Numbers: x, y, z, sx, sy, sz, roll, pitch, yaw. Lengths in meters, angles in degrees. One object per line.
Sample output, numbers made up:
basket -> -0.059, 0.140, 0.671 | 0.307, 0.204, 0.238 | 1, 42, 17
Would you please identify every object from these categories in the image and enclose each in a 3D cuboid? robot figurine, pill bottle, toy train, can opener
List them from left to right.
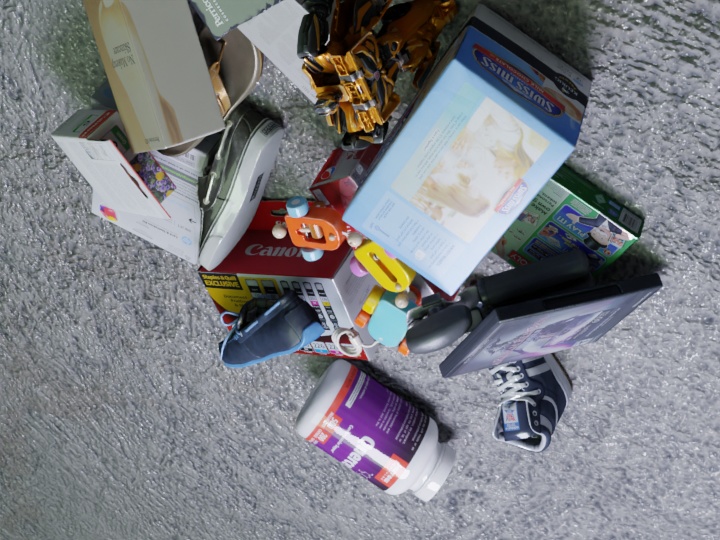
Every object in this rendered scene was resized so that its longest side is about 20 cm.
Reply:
toy train -> 0.000, 0.000, 1.230 | 0.148, 0.056, 0.202 | 3, 130, 32
pill bottle -> 0.022, 0.211, 1.509 | 0.199, 0.113, 0.113 | 34, 142, -4
robot figurine -> 0.015, -0.199, 0.997 | 0.057, 0.201, 0.146 | -2, 133, 34
can opener -> 0.140, 0.040, 1.173 | 0.197, 0.067, 0.054 | -18, 126, 10

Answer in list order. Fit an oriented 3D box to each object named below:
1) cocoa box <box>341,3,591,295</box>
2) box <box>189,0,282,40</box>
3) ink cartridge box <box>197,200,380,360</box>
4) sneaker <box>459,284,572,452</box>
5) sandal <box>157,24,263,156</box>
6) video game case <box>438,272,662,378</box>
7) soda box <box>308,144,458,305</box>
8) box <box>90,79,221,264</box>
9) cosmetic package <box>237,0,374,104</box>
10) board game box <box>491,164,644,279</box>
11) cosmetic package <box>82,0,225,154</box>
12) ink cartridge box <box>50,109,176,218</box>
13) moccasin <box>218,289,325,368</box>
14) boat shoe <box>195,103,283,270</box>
cocoa box -> 0.096, -0.107, 1.061 | 0.132, 0.132, 0.201 | 34, 126, -5
box -> -0.091, -0.330, 0.962 | 0.180, 0.105, 0.201 | -21, 116, 28
ink cartridge box -> -0.083, 0.010, 1.382 | 0.197, 0.084, 0.177 | 2, 133, 32
sneaker -> 0.166, 0.116, 1.314 | 0.069, 0.109, 0.201 | -16, 122, 42
sandal -> -0.168, -0.185, 1.227 | 0.080, 0.054, 0.200 | 39, 124, -9
video game case -> 0.191, 0.057, 1.186 | 0.019, 0.197, 0.143 | 68, 152, 20
soda box -> 0.033, -0.042, 1.261 | 0.063, 0.070, 0.201 | -12, 125, 40
box -> -0.247, -0.112, 1.392 | 0.154, 0.041, 0.201 | 26, 140, 8
cosmetic package -> -0.074, -0.251, 1.120 | 0.200, 0.051, 0.082 | 44, 138, -15
board game box -> 0.168, -0.061, 1.185 | 0.199, 0.029, 0.135 | 34, 142, -4
cosmetic package -> -0.209, -0.222, 1.143 | 0.105, 0.070, 0.203 | 1, 110, 60
ink cartridge box -> -0.258, -0.117, 1.266 | 0.110, 0.050, 0.199 | 54, 159, -25
moccasin -> -0.105, 0.059, 1.319 | 0.199, 0.080, 0.069 | -22, 100, 51
boat shoe -> -0.148, -0.093, 1.309 | 0.063, 0.071, 0.202 | 33, 120, 10
